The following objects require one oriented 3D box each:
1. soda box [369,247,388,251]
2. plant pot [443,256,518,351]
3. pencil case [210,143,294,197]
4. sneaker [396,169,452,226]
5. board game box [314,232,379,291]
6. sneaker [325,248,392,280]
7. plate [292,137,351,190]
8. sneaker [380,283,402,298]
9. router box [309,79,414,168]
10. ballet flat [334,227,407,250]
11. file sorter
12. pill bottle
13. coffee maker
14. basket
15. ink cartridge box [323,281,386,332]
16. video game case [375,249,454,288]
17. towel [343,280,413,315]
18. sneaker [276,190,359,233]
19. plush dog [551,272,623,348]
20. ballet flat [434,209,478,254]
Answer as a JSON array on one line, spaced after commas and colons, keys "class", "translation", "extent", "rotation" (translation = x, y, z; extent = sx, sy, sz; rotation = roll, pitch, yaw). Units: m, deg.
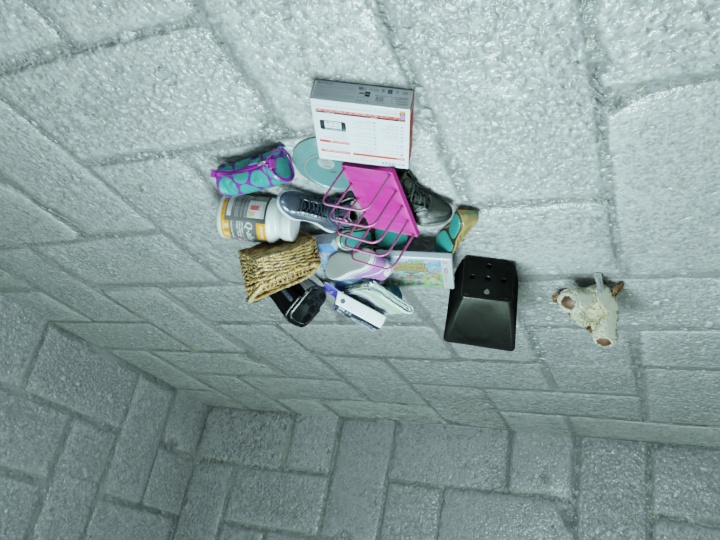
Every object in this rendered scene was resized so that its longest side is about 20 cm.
[{"class": "soda box", "translation": [0.041, -0.029, 1.772], "extent": [0.062, 0.072, 0.201], "rotation": [13, 155, -5]}, {"class": "plant pot", "translation": [0.336, 0.075, 1.737], "extent": [0.196, 0.202, 0.179], "rotation": [7, 143, 10]}, {"class": "pencil case", "translation": [-0.249, -0.227, 1.484], "extent": [0.197, 0.087, 0.092], "rotation": [-8, 164, 35]}, {"class": "sneaker", "translation": [0.125, -0.164, 1.458], "extent": [0.196, 0.077, 0.114], "rotation": [20, 160, -4]}, {"class": "board game box", "translation": [-0.076, -0.018, 1.784], "extent": [0.198, 0.044, 0.200], "rotation": [-1, 137, 50]}, {"class": "sneaker", "translation": [0.000, 0.001, 1.642], "extent": [0.113, 0.074, 0.199], "rotation": [22, 163, -38]}, {"class": "plate", "translation": [-0.062, -0.233, 1.461], "extent": [0.196, 0.026, 0.201], "rotation": [10, 155, 5]}, {"class": "sneaker", "translation": [0.054, 0.086, 1.868], "extent": [0.129, 0.081, 0.200], "rotation": [-26, 178, 7]}, {"class": "router box", "translation": [0.006, -0.289, 1.280], "extent": [0.196, 0.050, 0.180], "rotation": [9, 152, 7]}, {"class": "ballet flat", "translation": [0.025, -0.091, 1.649], "extent": [0.196, 0.069, 0.062], "rotation": [-2, -169, -20]}, {"class": "file sorter", "translation": [0.020, -0.116, 1.411], "extent": [0.137, 0.126, 0.201], "rotation": [14, 149, 34]}, {"class": "pill bottle", "translation": [-0.262, -0.132, 1.645], "extent": [0.196, 0.118, 0.117], "rotation": [7, 154, 11]}, {"class": "coffee maker", "translation": [-0.214, 0.072, 1.868], "extent": [0.133, 0.200, 0.194], "rotation": [4, 122, -45]}, {"class": "basket", "translation": [-0.199, 0.000, 1.669], "extent": [0.198, 0.152, 0.142], "rotation": [-21, -157, -33]}, {"class": "ink cartridge box", "translation": [-0.029, 0.108, 1.827], "extent": [0.198, 0.044, 0.198], "rotation": [31, 171, 0]}, {"class": "video game case", "translation": [0.148, -0.001, 1.684], "extent": [0.196, 0.022, 0.183], "rotation": [3, 155, 13]}, {"class": "towel", "translation": [0.044, 0.084, 1.735], "extent": [0.148, 0.031, 0.199], "rotation": [34, 161, -16]}, {"class": "sneaker", "translation": [-0.093, -0.153, 1.557], "extent": [0.200, 0.079, 0.145], "rotation": [18, 167, -34]}, {"class": "plush dog", "translation": [0.624, 0.098, 1.743], "extent": [0.200, 0.161, 0.172], "rotation": [44, 165, -3]}, {"class": "ballet flat", "translation": [0.241, -0.089, 1.581], "extent": [0.062, 0.070, 0.200], "rotation": [-14, 162, -17]}]
